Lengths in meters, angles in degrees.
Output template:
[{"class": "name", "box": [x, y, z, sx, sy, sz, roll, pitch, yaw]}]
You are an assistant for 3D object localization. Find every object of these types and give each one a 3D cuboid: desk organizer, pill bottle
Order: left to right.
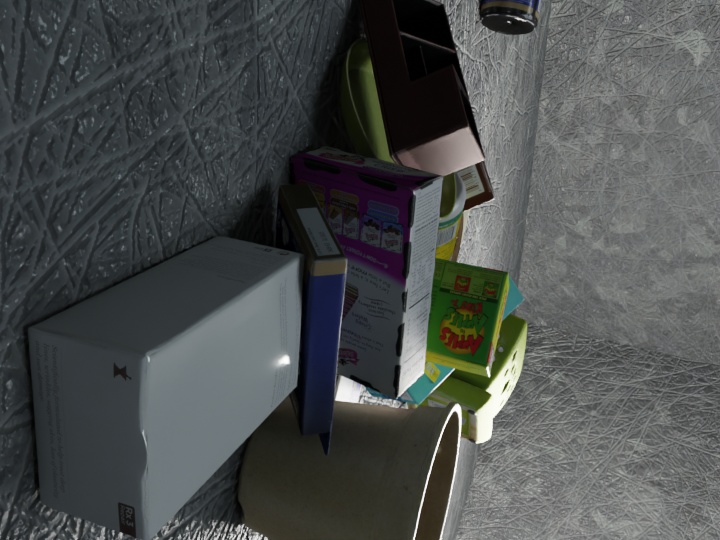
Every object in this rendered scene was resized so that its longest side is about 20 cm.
[{"class": "pill bottle", "box": [0.060, -0.027, 0.884, 0.114, 0.110, 0.204, -60, 163, -46]}, {"class": "desk organizer", "box": [0.058, -0.192, 0.700, 0.072, 0.075, 0.205, 40, 35, -59]}, {"class": "pill bottle", "box": [0.291, -0.555, 1.326, 0.112, 0.109, 0.206, 2, 99, -72]}]

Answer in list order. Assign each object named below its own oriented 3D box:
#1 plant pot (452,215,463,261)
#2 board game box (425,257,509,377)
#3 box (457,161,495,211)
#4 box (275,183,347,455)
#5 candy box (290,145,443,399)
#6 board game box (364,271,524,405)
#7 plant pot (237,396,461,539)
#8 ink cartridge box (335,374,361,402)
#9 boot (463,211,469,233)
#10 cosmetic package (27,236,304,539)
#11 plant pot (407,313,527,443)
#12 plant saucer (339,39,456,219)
[{"class": "plant pot", "box": [0.096, -0.049, 1.042, 0.200, 0.090, 0.207, 12, 90, -74]}, {"class": "board game box", "box": [0.054, 0.037, 0.776, 0.048, 0.195, 0.104, 56, 49, -66]}, {"class": "box", "box": [0.126, -0.160, 0.964, 0.201, 0.073, 0.102, -85, 152, -64]}, {"class": "box", "box": [-0.048, 0.047, 0.608, 0.122, 0.031, 0.205, -120, -151, -53]}, {"class": "candy box", "box": [0.000, 0.000, 0.674, 0.061, 0.134, 0.206, -27, 128, -50]}, {"class": "board game box", "box": [0.098, 0.085, 0.936, 0.199, 0.047, 0.150, -41, -170, -20]}, {"class": "plant pot", "box": [-0.013, 0.208, 0.694, 0.200, 0.178, 0.207, 11, 90, -73]}, {"class": "ink cartridge box", "box": [-0.030, 0.151, 0.846, 0.099, 0.038, 0.206, 47, 54, -69]}, {"class": "boot", "box": [0.145, -0.086, 1.218, 0.200, 0.070, 0.159, 50, 56, -69]}, {"class": "cosmetic package", "box": [-0.110, 0.060, 0.461, 0.200, 0.079, 0.116, -35, 133, -65]}, {"class": "plant pot", "box": [0.178, 0.181, 1.294, 0.184, 0.194, 0.202, -60, 157, -28]}, {"class": "plant saucer", "box": [0.037, -0.142, 0.752, 0.199, 0.031, 0.204, 38, 39, -39]}]
